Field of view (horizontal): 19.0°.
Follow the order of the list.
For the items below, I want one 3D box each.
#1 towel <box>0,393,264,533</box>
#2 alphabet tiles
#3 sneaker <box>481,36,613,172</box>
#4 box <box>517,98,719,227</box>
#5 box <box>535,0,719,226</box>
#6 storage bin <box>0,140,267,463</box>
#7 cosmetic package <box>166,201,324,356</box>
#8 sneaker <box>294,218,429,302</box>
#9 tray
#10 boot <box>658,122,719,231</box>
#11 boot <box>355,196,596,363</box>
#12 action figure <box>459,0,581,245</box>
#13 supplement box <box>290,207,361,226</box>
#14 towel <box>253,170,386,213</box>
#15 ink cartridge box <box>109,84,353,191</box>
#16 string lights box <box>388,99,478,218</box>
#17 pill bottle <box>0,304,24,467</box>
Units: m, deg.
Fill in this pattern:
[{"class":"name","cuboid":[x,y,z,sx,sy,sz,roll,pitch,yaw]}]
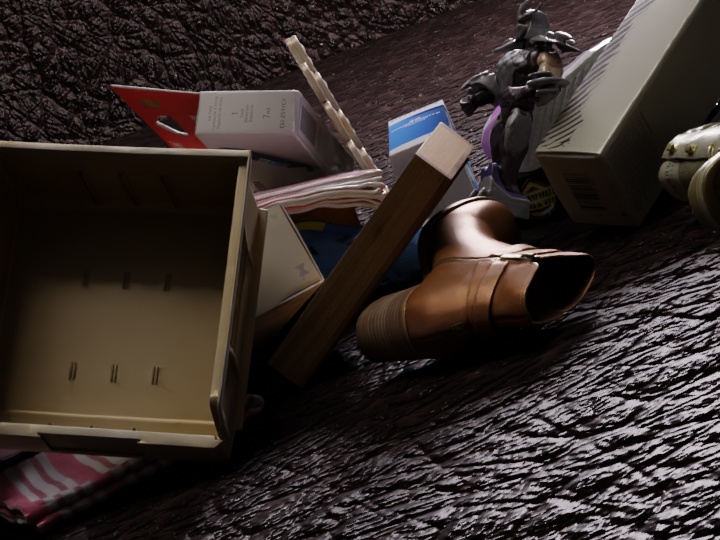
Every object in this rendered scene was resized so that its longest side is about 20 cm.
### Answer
[{"class":"towel","cuboid":[-0.178,0.130,1.586,0.199,0.030,0.146,-27,12,-21]},{"class":"alphabet tiles","cuboid":[-0.008,-0.117,1.919,0.015,0.201,0.196,-31,-11,1]},{"class":"sneaker","cuboid":[0.189,-0.152,1.824,0.199,0.073,0.114,-25,9,-3]},{"class":"box","cuboid":[0.230,-0.105,1.821,0.199,0.046,0.159,-17,13,29]},{"class":"box","cuboid":[0.222,-0.132,1.688,0.068,0.082,0.200,4,48,43]},{"class":"storage bin","cuboid":[-0.177,0.022,1.497,0.198,0.200,0.094,3,-22,8]},{"class":"cosmetic package","cuboid":[-0.110,0.028,1.660,0.103,0.073,0.200,-26,-9,-24]},{"class":"sneaker","cuboid":[0.000,0.000,1.789,0.199,0.066,0.079,-3,48,45]},{"class":"tray","cuboid":[0.009,-0.011,1.601,0.201,0.037,0.099,-55,-1,21]},{"class":"boot","cuboid":[0.264,-0.068,1.519,0.199,0.073,0.154,-25,11,-37]},{"class":"boot","cuboid":[0.104,0.001,1.530,0.154,0.074,0.200,-14,25,40]},{"class":"action figure","cuboid":[0.120,-0.118,1.704,0.069,0.202,0.130,11,-2,-12]},{"class":"supplement box","cuboid":[-0.097,-0.010,1.964,0.126,0.074,0.199,-28,12,-32]},{"class":"towel","cuboid":[-0.067,-0.053,1.784,0.145,0.030,0.200,-13,4,-13]},{"class":"ink cartridge box","cuboid":[-0.113,-0.111,1.920,0.174,0.045,0.200,2,-14,15]},{"class":"string lights box","cuboid":[0.068,-0.080,1.885,0.059,0.103,0.200,-22,12,5]},{"class":"pill bottle","cuboid":[-0.293,0.094,1.642,0.115,0.116,0.200,-26,-3,-16]}]
